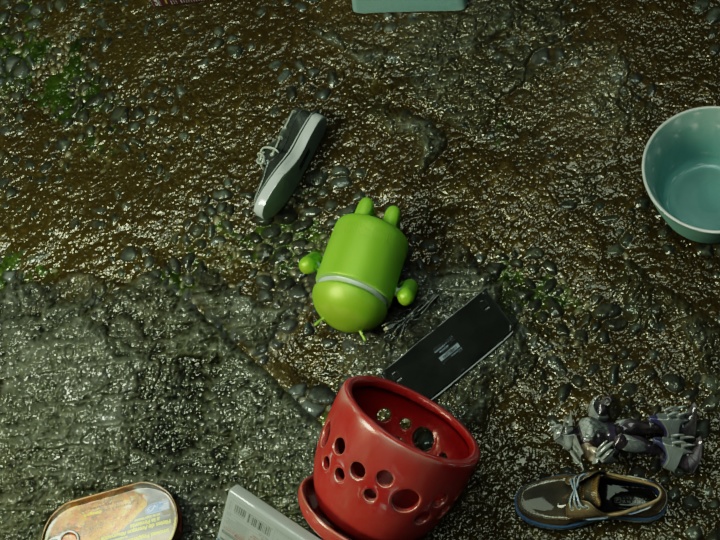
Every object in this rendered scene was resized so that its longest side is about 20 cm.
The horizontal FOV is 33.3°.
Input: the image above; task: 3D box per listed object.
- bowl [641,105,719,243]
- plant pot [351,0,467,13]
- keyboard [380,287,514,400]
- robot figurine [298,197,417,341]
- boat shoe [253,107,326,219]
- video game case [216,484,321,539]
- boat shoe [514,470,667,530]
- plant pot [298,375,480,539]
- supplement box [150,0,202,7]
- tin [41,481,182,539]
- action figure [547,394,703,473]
[{"bbox_3d":[0.497,-0.120,1.706,0.198,0.105,0.203,-4,65,9],"label":"bowl"},{"bbox_3d":[0.072,-0.560,1.944,0.193,0.201,0.199,0,64,11],"label":"plant pot"},{"bbox_3d":[0.110,0.096,1.705,0.199,0.021,0.128,-37,90,-10],"label":"keyboard"},{"bbox_3d":[0.000,0.000,1.735,0.173,0.116,0.202,17,68,5],"label":"robot figurine"},{"bbox_3d":[-0.125,-0.171,1.863,0.067,0.074,0.201,22,70,15],"label":"boat shoe"},{"bbox_3d":[-0.105,0.398,1.547,0.198,0.184,0.022,28,30,21],"label":"video game case"},{"bbox_3d":[0.298,0.290,1.564,0.197,0.073,0.073,-6,64,8],"label":"boat shoe"},{"bbox_3d":[0.031,0.263,1.541,0.199,0.200,0.184,31,105,22],"label":"plant pot"},{"bbox_3d":[-0.268,-0.525,2.069,0.197,0.061,0.110,-6,64,9],"label":"supplement box"},{"bbox_3d":[-0.343,0.365,1.668,0.197,0.042,0.113,-15,59,3],"label":"tin"},{"bbox_3d":[0.344,0.214,1.584,0.197,0.070,0.131,2,34,1],"label":"action figure"}]
